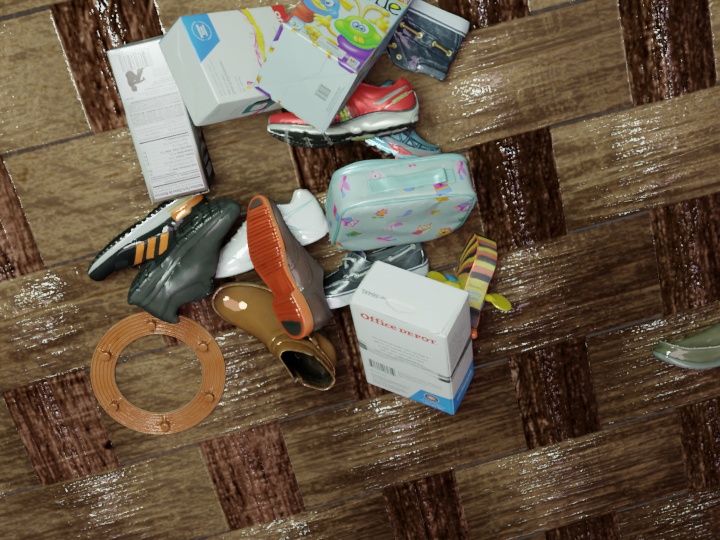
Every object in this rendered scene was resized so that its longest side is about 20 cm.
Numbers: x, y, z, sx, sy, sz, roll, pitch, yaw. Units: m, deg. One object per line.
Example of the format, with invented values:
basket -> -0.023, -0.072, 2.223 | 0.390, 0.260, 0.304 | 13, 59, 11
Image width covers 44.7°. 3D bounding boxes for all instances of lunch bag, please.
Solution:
lunch bag -> 0.055, -0.096, 1.191 | 0.199, 0.160, 0.077 | -9, 69, -10

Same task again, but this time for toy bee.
toy bee -> 0.160, 0.053, 1.283 | 0.130, 0.109, 0.201 | -3, 108, -10

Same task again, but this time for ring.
ring -> -0.302, 0.157, 1.309 | 0.200, 0.019, 0.201 | -2, 109, -6

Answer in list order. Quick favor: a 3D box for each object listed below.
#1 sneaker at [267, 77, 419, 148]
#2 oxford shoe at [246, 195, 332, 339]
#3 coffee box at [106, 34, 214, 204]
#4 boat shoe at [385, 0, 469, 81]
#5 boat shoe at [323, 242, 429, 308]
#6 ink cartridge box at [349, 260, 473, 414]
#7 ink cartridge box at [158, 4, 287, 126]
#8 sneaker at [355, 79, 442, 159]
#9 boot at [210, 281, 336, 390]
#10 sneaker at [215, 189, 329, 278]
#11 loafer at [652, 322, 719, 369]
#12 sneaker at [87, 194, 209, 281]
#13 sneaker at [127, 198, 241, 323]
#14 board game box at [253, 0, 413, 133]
sneaker -> -0.025, -0.210, 1.140 | 0.199, 0.077, 0.085 | -9, 85, -7
oxford shoe -> -0.098, -0.010, 1.198 | 0.072, 0.071, 0.201 | -23, 97, -42
coffee box -> -0.258, -0.200, 1.150 | 0.080, 0.113, 0.201 | -14, 110, -2
boat shoe -> 0.043, -0.324, 1.167 | 0.200, 0.071, 0.091 | 19, 103, -13
boat shoe -> 0.000, 0.000, 1.266 | 0.199, 0.072, 0.068 | -17, 111, -4
ink cartridge box -> 0.076, 0.096, 1.223 | 0.146, 0.084, 0.200 | 19, 146, 23
ink cartridge box -> -0.135, -0.261, 1.097 | 0.200, 0.067, 0.116 | -23, 87, -41
sneaker -> 0.033, -0.210, 1.200 | 0.200, 0.079, 0.096 | 25, 101, -14
boot -> -0.122, 0.096, 1.238 | 0.200, 0.155, 0.077 | 34, 101, -15
sneaker -> -0.145, -0.051, 1.240 | 0.200, 0.070, 0.080 | -26, 104, -6
loafer -> 0.553, 0.113, 1.375 | 0.199, 0.075, 0.070 | -2, 96, -11
sneaker -> -0.285, -0.030, 1.223 | 0.200, 0.070, 0.090 | -37, 105, 3
sneaker -> -0.222, -0.012, 1.178 | 0.091, 0.076, 0.200 | 40, 103, -22
board game box -> -0.029, -0.280, 1.058 | 0.103, 0.200, 0.105 | 33, 138, -4
